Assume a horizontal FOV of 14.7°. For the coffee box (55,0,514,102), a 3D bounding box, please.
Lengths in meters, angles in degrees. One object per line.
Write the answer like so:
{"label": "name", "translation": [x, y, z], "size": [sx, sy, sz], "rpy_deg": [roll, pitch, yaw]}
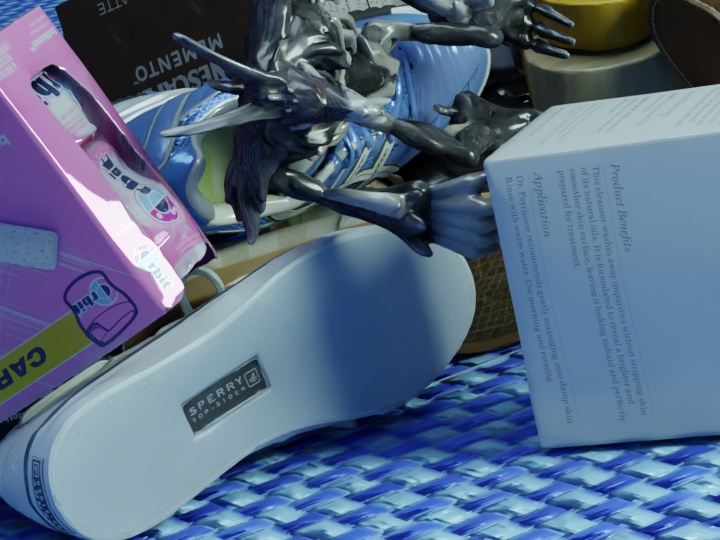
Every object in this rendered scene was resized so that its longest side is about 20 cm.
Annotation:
{"label": "coffee box", "translation": [-0.031, -0.108, 1.305], "size": [0.114, 0.080, 0.200], "rpy_deg": [-20, -5, 33]}

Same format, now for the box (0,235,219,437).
{"label": "box", "translation": [-0.153, 0.025, 1.229], "size": [0.160, 0.044, 0.200], "rpy_deg": [-10, 14, 8]}

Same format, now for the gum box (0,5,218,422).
{"label": "gum box", "translation": [-0.159, 0.003, 1.020], "size": [0.200, 0.114, 0.066], "rpy_deg": [-33, 8, 24]}

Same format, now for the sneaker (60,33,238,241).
{"label": "sneaker", "translation": [-0.115, -0.053, 1.335], "size": [0.081, 0.077, 0.200], "rpy_deg": [-32, -32, 32]}

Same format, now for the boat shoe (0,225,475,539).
{"label": "boat shoe", "translation": [-0.052, 0.040, 1.044], "size": [0.202, 0.075, 0.086], "rpy_deg": [-32, 18, -30]}

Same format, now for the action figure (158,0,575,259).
{"label": "action figure", "translation": [0.017, -0.069, 1.020], "size": [0.102, 0.119, 0.200], "rpy_deg": [9, 12, 33]}

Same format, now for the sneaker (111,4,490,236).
{"label": "sneaker", "translation": [-0.020, -0.053, 1.109], "size": [0.200, 0.076, 0.077], "rpy_deg": [-26, 20, -32]}

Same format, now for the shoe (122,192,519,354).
{"label": "shoe", "translation": [0.000, 0.000, 1.111], "size": [0.200, 0.070, 0.053], "rpy_deg": [-11, 32, -8]}

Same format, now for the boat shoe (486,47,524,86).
{"label": "boat shoe", "translation": [0.082, -0.128, 1.409], "size": [0.075, 0.062, 0.200], "rpy_deg": [-11, -30, -19]}

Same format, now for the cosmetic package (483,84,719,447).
{"label": "cosmetic package", "translation": [0.154, -0.008, 0.957], "size": [0.200, 0.113, 0.081], "rpy_deg": [-5, 16, 22]}

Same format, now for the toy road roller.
{"label": "toy road roller", "translation": [0.117, -0.096, 1.245], "size": [0.146, 0.123, 0.200], "rpy_deg": [7, 30, 37]}

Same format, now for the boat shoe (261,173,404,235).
{"label": "boat shoe", "translation": [-0.010, -0.017, 1.241], "size": [0.066, 0.074, 0.200], "rpy_deg": [1, 16, -1]}

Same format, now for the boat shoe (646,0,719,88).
{"label": "boat shoe", "translation": [0.169, -0.054, 1.066], "size": [0.068, 0.072, 0.200], "rpy_deg": [-34, 50, -18]}

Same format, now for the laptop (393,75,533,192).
{"label": "laptop", "translation": [0.083, -0.039, 1.355], "size": [0.177, 0.103, 0.200], "rpy_deg": [-17, 40, -16]}
